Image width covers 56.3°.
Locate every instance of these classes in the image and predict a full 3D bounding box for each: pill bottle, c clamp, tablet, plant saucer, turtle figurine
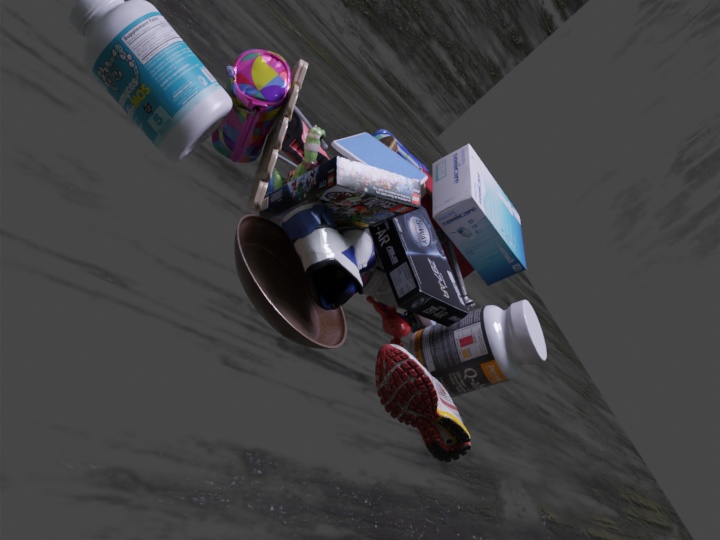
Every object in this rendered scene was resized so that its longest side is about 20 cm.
[{"bbox_3d":[0.182,0.124,1.053,0.116,0.196,0.119,44,34,-41],"label":"pill bottle"},{"bbox_3d":[-0.256,-0.242,0.815,0.201,0.110,0.111,49,17,-10],"label":"pill bottle"},{"bbox_3d":[0.158,0.001,1.170,0.169,0.027,0.206,-10,86,-55],"label":"c clamp"},{"bbox_3d":[0.034,-0.160,1.000,0.129,0.014,0.200,35,21,3],"label":"tablet"},{"bbox_3d":[-0.094,0.021,0.847,0.201,0.036,0.202,47,17,-19],"label":"plant saucer"},{"bbox_3d":[-0.056,-0.174,1.073,0.188,0.146,0.203,9,41,-13],"label":"turtle figurine"}]

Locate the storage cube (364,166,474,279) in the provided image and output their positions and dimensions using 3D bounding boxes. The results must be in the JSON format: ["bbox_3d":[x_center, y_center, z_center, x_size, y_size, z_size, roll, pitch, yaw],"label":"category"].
[{"bbox_3d":[0.122,-0.065,1.346,0.180,0.170,0.201,46,19,-16],"label":"storage cube"}]

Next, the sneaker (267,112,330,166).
[{"bbox_3d":[-0.116,-0.232,1.260,0.202,0.073,0.087,55,3,-4],"label":"sneaker"}]

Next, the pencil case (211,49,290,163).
[{"bbox_3d":[-0.152,-0.217,0.916,0.089,0.088,0.200,51,-23,-1],"label":"pencil case"}]

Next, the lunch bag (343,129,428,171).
[{"bbox_3d":[0.055,-0.194,1.442,0.199,0.160,0.084,33,25,-44],"label":"lunch bag"}]

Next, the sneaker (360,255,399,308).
[{"bbox_3d":[0.000,0.000,1.041,0.197,0.083,0.088,31,27,7],"label":"sneaker"}]

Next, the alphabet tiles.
[{"bbox_3d":[-0.114,-0.179,0.910,0.014,0.205,0.195,19,2,-14],"label":"alphabet tiles"}]

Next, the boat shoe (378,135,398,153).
[{"bbox_3d":[0.018,-0.170,1.303,0.071,0.203,0.068,8,-29,48],"label":"boat shoe"}]

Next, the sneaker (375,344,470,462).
[{"bbox_3d":[0.080,0.179,0.946,0.202,0.077,0.083,55,10,-24],"label":"sneaker"}]

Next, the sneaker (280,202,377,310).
[{"bbox_3d":[-0.033,-0.002,0.885,0.199,0.079,0.118,27,42,-65],"label":"sneaker"}]

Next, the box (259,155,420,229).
[{"bbox_3d":[-0.032,-0.090,0.895,0.134,0.198,0.039,10,74,-34],"label":"box"}]

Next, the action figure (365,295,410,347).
[{"bbox_3d":[0.044,0.053,1.122,0.065,0.051,0.203,31,32,-37],"label":"action figure"}]

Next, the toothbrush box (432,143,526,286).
[{"bbox_3d":[0.212,-0.098,1.207,0.200,0.084,0.149,45,34,-35],"label":"toothbrush box"}]

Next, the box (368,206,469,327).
[{"bbox_3d":[0.078,-0.026,1.010,0.159,0.043,0.204,24,40,-53],"label":"box"}]

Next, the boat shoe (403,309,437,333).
[{"bbox_3d":[0.109,0.085,1.164,0.200,0.064,0.072,47,35,-55],"label":"boat shoe"}]
